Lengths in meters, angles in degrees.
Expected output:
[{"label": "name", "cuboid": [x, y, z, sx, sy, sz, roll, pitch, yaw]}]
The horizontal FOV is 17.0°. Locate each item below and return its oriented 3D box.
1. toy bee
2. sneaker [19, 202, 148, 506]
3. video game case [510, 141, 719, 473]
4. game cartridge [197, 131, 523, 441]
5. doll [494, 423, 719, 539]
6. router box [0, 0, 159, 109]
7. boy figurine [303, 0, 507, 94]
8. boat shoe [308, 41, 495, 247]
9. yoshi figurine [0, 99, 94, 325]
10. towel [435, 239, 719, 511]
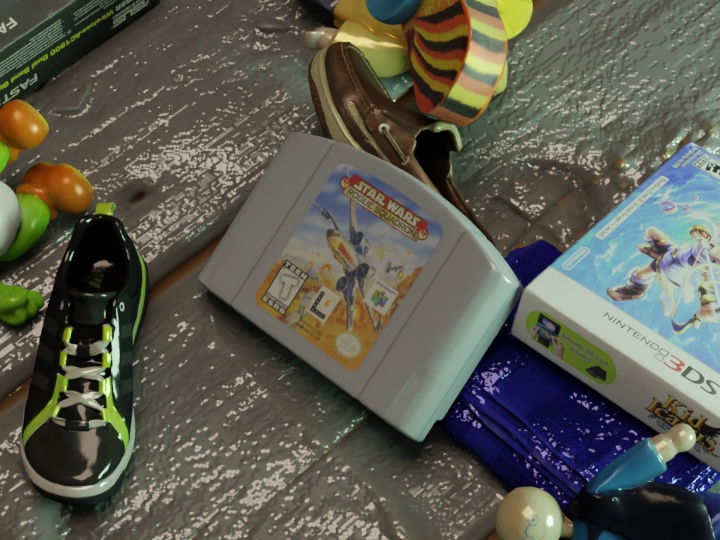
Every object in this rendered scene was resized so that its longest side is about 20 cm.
[{"label": "toy bee", "cuboid": [0.051, -0.199, 1.550, 0.131, 0.109, 0.200, -9, 61, -54]}, {"label": "sneaker", "cuboid": [-0.175, 0.047, 1.490, 0.071, 0.083, 0.201, 0, 55, 3]}, {"label": "video game case", "cuboid": [0.223, 0.023, 1.484, 0.181, 0.046, 0.200, 34, 48, 19]}, {"label": "game cartridge", "cuboid": [0.000, 0.000, 1.497, 0.200, 0.041, 0.134, 34, 97, 33]}, {"label": "doll", "cuboid": [0.175, 0.153, 1.384, 0.199, 0.137, 0.048, 9, 18, -4]}, {"label": "router box", "cuboid": [-0.261, -0.196, 1.675, 0.200, 0.062, 0.150, -39, 63, -22]}, {"label": "boy figurine", "cuboid": [0.018, -0.181, 1.656, 0.124, 0.065, 0.200, -36, 59, -24]}, {"label": "boat shoe", "cuboid": [0.033, -0.074, 1.564, 0.075, 0.075, 0.203, -34, 63, 20]}, {"label": "yoshi figurine", "cuboid": [-0.257, -0.013, 1.524, 0.112, 0.112, 0.200, 36, 66, 17]}, {"label": "towel", "cuboid": [0.131, 0.074, 1.481, 0.148, 0.050, 0.200, -39, 62, -21]}]
